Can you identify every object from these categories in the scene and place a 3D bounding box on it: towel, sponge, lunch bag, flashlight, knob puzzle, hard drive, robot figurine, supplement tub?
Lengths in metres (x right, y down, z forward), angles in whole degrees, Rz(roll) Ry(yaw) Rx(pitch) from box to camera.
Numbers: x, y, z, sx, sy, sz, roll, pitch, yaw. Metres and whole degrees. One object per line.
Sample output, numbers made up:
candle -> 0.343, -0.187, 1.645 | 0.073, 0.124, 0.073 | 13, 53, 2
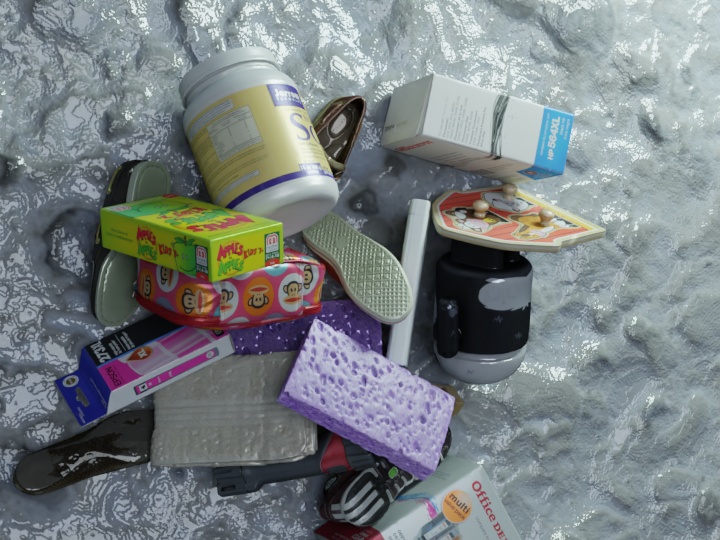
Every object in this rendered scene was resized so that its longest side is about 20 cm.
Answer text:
towel -> -0.148, 0.162, 1.505 | 0.199, 0.034, 0.133 | -3, 73, 7
sponge -> -0.072, 0.096, 1.554 | 0.199, 0.030, 0.112 | -4, 76, 0
lunch bag -> -0.160, 0.009, 1.495 | 0.200, 0.176, 0.082 | -4, 105, -38
flashlight -> -0.077, 0.218, 1.531 | 0.200, 0.068, 0.068 | -11, 101, 16
knob puzzle -> 0.176, -0.071, 1.590 | 0.219, 0.220, 0.031 | -1, 115, -19
sponge -> 0.010, 0.148, 1.477 | 0.200, 0.030, 0.112 | 30, 49, -11
hard drive -> 0.060, 0.019, 1.595 | 0.027, 0.132, 0.201 | 8, 85, 4
robot figurine -> 0.152, 0.044, 1.616 | 0.150, 0.125, 0.200 | -4, 109, -15
supplement tub -> -0.124, -0.146, 1.508 | 0.145, 0.145, 0.200 | -18, 76, -19

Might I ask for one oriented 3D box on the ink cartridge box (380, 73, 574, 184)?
ink cartridge box -> 0.145, -0.177, 1.621 | 0.200, 0.146, 0.085 | 14, 85, -19

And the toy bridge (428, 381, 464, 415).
toy bridge -> 0.034, 0.158, 1.612 | 0.200, 0.067, 0.027 | 0, 132, -35

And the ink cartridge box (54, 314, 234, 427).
ink cartridge box -> -0.256, 0.103, 1.501 | 0.200, 0.095, 0.037 | -28, 133, -17

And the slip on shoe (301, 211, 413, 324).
slip on shoe -> 0.000, 0.000, 1.554 | 0.074, 0.200, 0.061 | -38, 141, -10

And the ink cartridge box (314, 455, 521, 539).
ink cartridge box -> 0.077, 0.340, 1.584 | 0.200, 0.145, 0.146 | -31, 99, -18

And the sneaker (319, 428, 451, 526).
sneaker -> 0.019, 0.245, 1.594 | 0.200, 0.115, 0.076 | -35, 99, -38

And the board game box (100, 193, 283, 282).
board game box -> -0.189, -0.039, 1.418 | 0.101, 0.200, 0.048 | -16, 112, -43

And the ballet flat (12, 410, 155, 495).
ballet flat -> -0.311, 0.217, 1.509 | 0.200, 0.046, 0.067 | -19, 73, -24

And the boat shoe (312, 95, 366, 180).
boat shoe -> -0.053, -0.135, 1.589 | 0.072, 0.072, 0.200 | 38, 78, -14

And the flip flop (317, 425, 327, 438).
flip flop -> -0.074, 0.153, 1.581 | 0.081, 0.058, 0.201 | -8, 91, -19

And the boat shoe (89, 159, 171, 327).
boat shoe -> -0.281, -0.033, 1.516 | 0.072, 0.060, 0.202 | 22, 82, -46
